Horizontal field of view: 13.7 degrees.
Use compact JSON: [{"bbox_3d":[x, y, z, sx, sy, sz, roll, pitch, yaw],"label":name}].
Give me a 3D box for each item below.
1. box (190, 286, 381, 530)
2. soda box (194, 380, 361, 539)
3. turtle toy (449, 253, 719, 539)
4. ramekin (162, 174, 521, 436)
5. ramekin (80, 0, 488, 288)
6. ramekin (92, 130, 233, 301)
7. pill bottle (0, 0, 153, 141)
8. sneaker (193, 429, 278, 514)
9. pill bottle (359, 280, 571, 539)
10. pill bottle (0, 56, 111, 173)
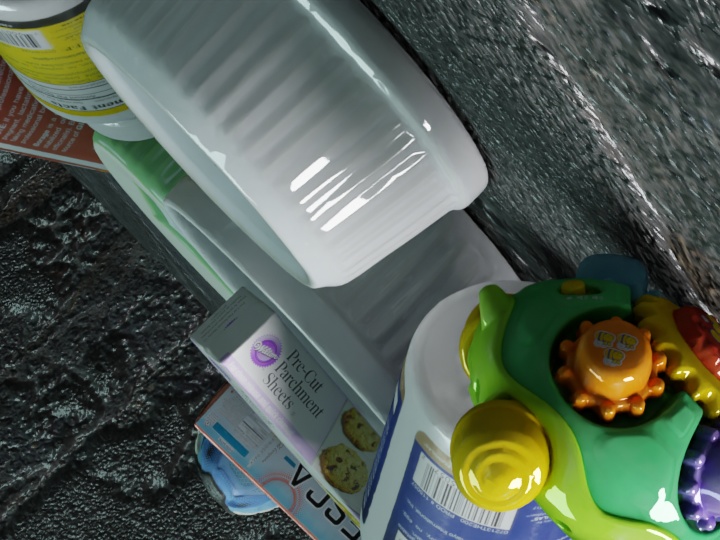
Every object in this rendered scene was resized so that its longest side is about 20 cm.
[{"bbox_3d":[-0.013,0.090,1.551,0.200,0.041,0.039,52,171,-35],"label":"box"},{"bbox_3d":[0.000,0.129,1.659,0.200,0.064,0.068,44,180,2],"label":"soda box"},{"bbox_3d":[0.120,0.073,1.183,0.200,0.101,0.146,45,-162,-14],"label":"turtle toy"},{"bbox_3d":[0.000,0.000,1.566,0.200,0.105,0.200,46,174,6],"label":"ramekin"},{"bbox_3d":[-0.042,-0.080,1.365,0.202,0.094,0.202,46,174,6],"label":"ramekin"},{"bbox_3d":[-0.067,-0.046,1.773,0.200,0.098,0.200,46,174,6],"label":"ramekin"},{"bbox_3d":[-0.149,-0.147,1.616,0.111,0.111,0.200,44,174,24],"label":"pill bottle"},{"bbox_3d":[-0.012,0.070,1.761,0.079,0.200,0.090,55,158,-2],"label":"sneaker"},{"bbox_3d":[0.060,0.105,1.446,0.111,0.111,0.200,44,147,21],"label":"pill bottle"},{"bbox_3d":[-0.220,-0.131,1.836,0.199,0.113,0.112,12,-166,-30],"label":"pill bottle"}]
